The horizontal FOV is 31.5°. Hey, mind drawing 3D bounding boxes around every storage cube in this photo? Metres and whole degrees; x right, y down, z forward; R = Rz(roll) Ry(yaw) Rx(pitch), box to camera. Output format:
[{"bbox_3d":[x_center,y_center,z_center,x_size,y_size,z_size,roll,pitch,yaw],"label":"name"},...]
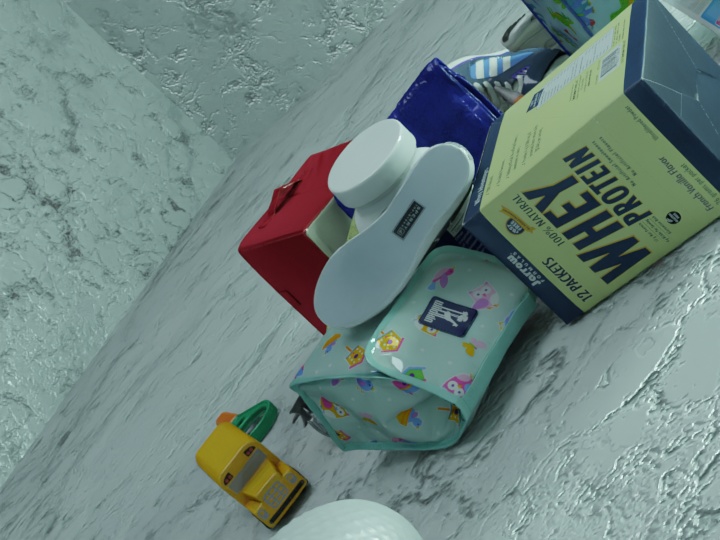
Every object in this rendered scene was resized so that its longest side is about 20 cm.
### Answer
[{"bbox_3d":[-0.007,-0.038,1.530,0.171,0.200,0.179,-53,20,-23],"label":"storage cube"}]

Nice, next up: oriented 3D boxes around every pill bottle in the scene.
[{"bbox_3d":[0.067,-0.049,1.268,0.115,0.200,0.116,-35,27,22],"label":"pill bottle"}]

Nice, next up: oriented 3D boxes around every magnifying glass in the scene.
[{"bbox_3d":[-0.157,0.205,1.699,0.080,0.022,0.200,-52,15,-15],"label":"magnifying glass"}]

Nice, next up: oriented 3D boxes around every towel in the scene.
[{"bbox_3d":[0.074,-0.108,1.367,0.200,0.148,0.049,-48,-12,25],"label":"towel"}]

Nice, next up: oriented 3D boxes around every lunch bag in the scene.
[{"bbox_3d":[0.247,-0.283,1.388,0.082,0.200,0.161,-45,22,3],"label":"lunch bag"},{"bbox_3d":[0.058,0.072,1.173,0.199,0.122,0.171,-13,33,48],"label":"lunch bag"}]

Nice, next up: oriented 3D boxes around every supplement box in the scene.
[{"bbox_3d":[0.216,-0.100,1.116,0.200,0.134,0.200,-40,15,31],"label":"supplement box"}]

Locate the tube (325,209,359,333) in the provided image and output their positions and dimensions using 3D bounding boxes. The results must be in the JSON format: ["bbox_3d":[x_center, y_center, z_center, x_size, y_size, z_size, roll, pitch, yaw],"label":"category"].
[{"bbox_3d":[0.000,0.000,1.343,0.058,0.052,0.201,13,-85,-64],"label":"tube"}]

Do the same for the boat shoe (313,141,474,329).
[{"bbox_3d":[0.035,-0.029,1.159,0.201,0.070,0.066,-55,-16,6],"label":"boat shoe"}]

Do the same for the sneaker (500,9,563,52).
[{"bbox_3d":[0.258,-0.290,1.509,0.199,0.081,0.075,-23,-1,-22],"label":"sneaker"}]

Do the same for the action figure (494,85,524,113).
[{"bbox_3d":[0.171,-0.125,1.381,0.201,0.105,0.193,-55,27,-11],"label":"action figure"}]

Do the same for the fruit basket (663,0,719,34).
[{"bbox_3d":[0.383,-0.341,1.304,0.185,0.094,0.200,-45,33,11],"label":"fruit basket"}]

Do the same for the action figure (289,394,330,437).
[{"bbox_3d":[-0.006,0.115,1.377,0.200,0.069,0.131,-36,24,54],"label":"action figure"}]

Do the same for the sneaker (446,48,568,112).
[{"bbox_3d":[0.181,-0.210,1.532,0.199,0.081,0.146,-24,31,-18],"label":"sneaker"}]

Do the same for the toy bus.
[{"bbox_3d":[-0.122,0.221,1.404,0.065,0.078,0.200,-50,13,-10],"label":"toy bus"}]

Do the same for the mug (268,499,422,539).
[{"bbox_3d":[0.003,0.241,0.858,0.199,0.148,0.175,-7,24,23],"label":"mug"}]
